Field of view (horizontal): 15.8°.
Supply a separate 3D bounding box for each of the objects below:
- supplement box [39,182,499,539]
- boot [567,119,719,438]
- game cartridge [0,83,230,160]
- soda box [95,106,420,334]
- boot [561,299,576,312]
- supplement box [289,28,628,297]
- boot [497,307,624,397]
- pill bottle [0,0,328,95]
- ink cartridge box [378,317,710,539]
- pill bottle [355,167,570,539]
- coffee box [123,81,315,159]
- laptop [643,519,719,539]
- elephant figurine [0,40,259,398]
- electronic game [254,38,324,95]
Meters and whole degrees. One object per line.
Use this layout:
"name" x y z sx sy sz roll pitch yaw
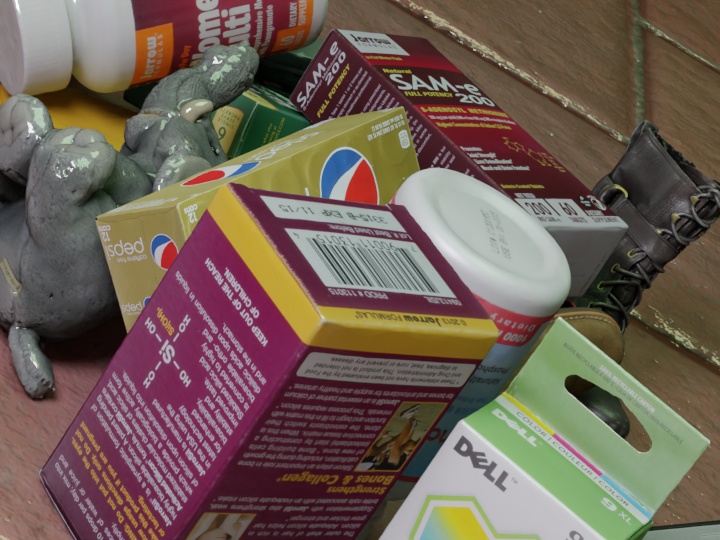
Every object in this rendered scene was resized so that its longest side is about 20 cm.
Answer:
"supplement box" -0.047 0.067 1.294 0.130 0.200 0.103 6 37 -46
"boot" 0.175 0.005 1.709 0.069 0.174 0.200 33 19 -39
"game cartridge" -0.125 -0.038 1.599 0.199 0.033 0.177 20 28 -25
"soda box" -0.049 -0.028 1.401 0.200 0.064 0.068 -27 105 -48
"boot" 0.099 -0.005 1.696 0.144 0.073 0.200 21 32 28
"supplement box" 0.060 -0.067 1.619 0.200 0.061 0.109 45 25 27
"boot" 0.101 0.078 1.580 0.199 0.074 0.075 -17 36 -40
"pill bottle" -0.129 -0.171 1.601 0.199 0.110 0.110 -15 47 -22
"ink cartridge box" 0.077 0.136 1.325 0.104 0.200 0.059 40 25 14
"pill bottle" 0.019 0.052 1.405 0.108 0.200 0.109 28 25 -14
"coffee box" -0.046 -0.089 1.704 0.199 0.044 0.123 17 10 -47
"laptop" 0.249 0.239 1.455 0.187 0.115 0.201 3 82 -51
"elephant figurine" -0.121 -0.035 1.450 0.199 0.156 0.141 -2 32 -44
"electronic game" -0.047 -0.142 1.788 0.199 0.042 0.200 16 2 -1
